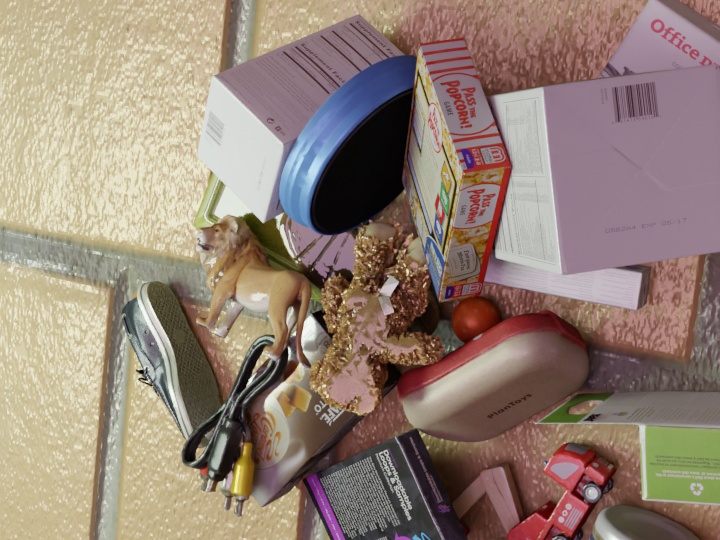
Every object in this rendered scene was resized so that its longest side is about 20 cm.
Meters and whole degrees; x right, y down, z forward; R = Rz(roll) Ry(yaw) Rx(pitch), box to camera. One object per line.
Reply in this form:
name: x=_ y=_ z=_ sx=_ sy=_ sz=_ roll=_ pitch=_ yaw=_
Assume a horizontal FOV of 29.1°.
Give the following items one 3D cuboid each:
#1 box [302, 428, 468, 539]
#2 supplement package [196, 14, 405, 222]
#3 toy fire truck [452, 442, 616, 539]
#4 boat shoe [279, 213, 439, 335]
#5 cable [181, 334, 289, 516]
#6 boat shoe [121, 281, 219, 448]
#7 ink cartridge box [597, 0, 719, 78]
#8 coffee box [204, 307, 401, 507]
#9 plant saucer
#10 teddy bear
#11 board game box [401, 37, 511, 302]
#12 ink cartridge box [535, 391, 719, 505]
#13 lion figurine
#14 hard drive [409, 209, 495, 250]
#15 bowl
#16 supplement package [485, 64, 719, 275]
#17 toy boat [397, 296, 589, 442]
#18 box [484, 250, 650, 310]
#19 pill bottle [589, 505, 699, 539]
box: x=0.026 y=0.259 z=1.470 sx=0.200 sy=0.036 sz=0.144 roll=-33 pitch=80 yaw=54
supplement package: x=-0.048 y=-0.155 z=1.391 sx=0.110 sy=0.199 sz=0.114 roll=44 pitch=141 yaw=21
toy fire truck: x=0.162 y=0.250 z=1.445 sx=0.141 sy=0.049 sz=0.201 roll=33 pitch=108 yaw=19
boat shoe: x=0.000 y=0.000 z=1.464 sx=0.200 sy=0.066 sz=0.074 roll=42 pitch=105 yaw=1
cable: x=-0.131 y=0.158 z=1.500 sx=0.097 sy=0.050 sz=0.201 roll=24 pitch=93 yaw=41
boat shoe: x=-0.219 y=0.112 z=1.595 sx=0.062 sy=0.074 sz=0.201 roll=-30 pitch=78 yaw=30
ink cartridge box: x=0.287 y=-0.140 z=1.320 sx=0.145 sy=0.083 sz=0.201 roll=38 pitch=112 yaw=17
coffee box: x=-0.065 y=0.147 z=1.520 sx=0.200 sy=0.080 sz=0.115 roll=-46 pitch=77 yaw=23
plant saucer: x=-0.084 y=-0.089 z=1.519 sx=0.199 sy=0.048 sz=0.201 roll=29 pitch=107 yaw=19
teddy bear: x=0.020 y=0.046 z=1.392 sx=0.144 sy=0.067 sz=0.202 roll=2 pitch=83 yaw=17
board game box: x=0.083 y=-0.089 z=1.285 sx=0.046 sy=0.201 sz=0.152 roll=-9 pitch=58 yaw=-10
ink cartridge box: x=0.285 y=0.165 z=1.324 sx=0.199 sy=0.148 sz=0.076 roll=-2 pitch=97 yaw=26
lion figurine: x=-0.103 y=0.020 z=1.452 sx=0.199 sy=0.072 sz=0.123 roll=22 pitch=81 yaw=34
hard drive: x=0.125 y=-0.097 z=1.378 sx=0.200 sy=0.033 sz=0.141 roll=21 pitch=108 yaw=54
bowl: x=0.008 y=-0.117 z=1.356 sx=0.039 sy=0.200 sz=0.201 roll=44 pitch=112 yaw=22
supplement package: x=0.203 y=-0.087 z=1.184 sx=0.151 sy=0.200 sz=0.152 roll=-8 pitch=96 yaw=-9
toy boat: x=0.126 y=0.086 z=1.418 sx=0.199 sy=0.130 sz=0.131 roll=-32 pitch=53 yaw=24
box: x=0.191 y=0.002 z=1.407 sx=0.199 sy=0.039 sz=0.042 roll=10 pitch=102 yaw=24
pill bottle: x=0.259 y=0.346 z=1.378 sx=0.110 sy=0.111 sz=0.201 roll=22 pitch=105 yaw=21
